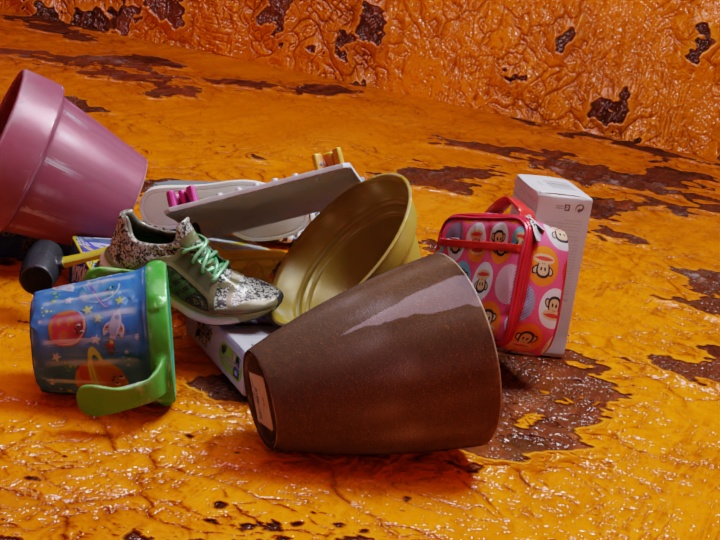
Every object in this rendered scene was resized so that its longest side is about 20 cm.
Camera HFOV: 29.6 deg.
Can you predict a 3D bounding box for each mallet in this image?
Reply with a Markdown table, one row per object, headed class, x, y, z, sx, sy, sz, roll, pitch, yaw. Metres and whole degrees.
| class | x | y | z | sx | sy | sz | roll | pitch | yaw |
| --- | --- | --- | --- | --- | --- | --- | --- | --- | --- |
| mallet | -0.271 | -0.025 | 1.478 | 0.199 | 0.041 | 0.066 | -16 | 28 | -1 |

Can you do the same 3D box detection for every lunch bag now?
| class | x | y | z | sx | sy | sz | roll | pitch | yaw |
| --- | --- | --- | --- | --- | --- | --- | --- | --- | --- |
| lunch bag | 0.158 | 0.002 | 1.570 | 0.082 | 0.177 | 0.200 | 13 | -3 | -27 |

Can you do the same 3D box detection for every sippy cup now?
| class | x | y | z | sx | sy | sz | roll | pitch | yaw |
| --- | --- | --- | --- | --- | --- | --- | --- | --- | --- |
| sippy cup | -0.245 | 0.063 | 1.299 | 0.130 | 0.140 | 0.178 | -4 | -1 | -7 |

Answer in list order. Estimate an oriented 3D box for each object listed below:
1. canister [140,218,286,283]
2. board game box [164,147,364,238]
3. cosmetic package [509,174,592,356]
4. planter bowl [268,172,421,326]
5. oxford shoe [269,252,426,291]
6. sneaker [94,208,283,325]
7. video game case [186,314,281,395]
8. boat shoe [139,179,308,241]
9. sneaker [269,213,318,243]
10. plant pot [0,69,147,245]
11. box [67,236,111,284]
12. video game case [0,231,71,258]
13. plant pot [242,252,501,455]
| class | x | y | z | sx | sy | sz | roll | pitch | yaw |
| --- | --- | --- | --- | --- | --- | --- | --- | --- | --- |
| canister | -0.181 | -0.002 | 1.626 | 0.148 | 0.087 | 0.200 | -3 | 18 | -37 |
| board game box | -0.097 | -0.082 | 1.491 | 0.199 | 0.026 | 0.200 | -14 | -7 | 6 |
| cosmetic package | 0.217 | -0.007 | 1.646 | 0.074 | 0.201 | 0.102 | 6 | 15 | -11 |
| planter bowl | 0.002 | 0.001 | 1.417 | 0.083 | 0.200 | 0.200 | 43 | 1 | -25 |
| oxford shoe | 0.000 | 0.000 | 1.517 | 0.199 | 0.073 | 0.071 | 6 | 17 | -11 |
| sneaker | -0.173 | -0.007 | 1.394 | 0.199 | 0.089 | 0.077 | 16 | 32 | 4 |
| video game case | -0.063 | 0.077 | 1.456 | 0.200 | 0.046 | 0.181 | 1 | 19 | -27 |
| boat shoe | -0.159 | -0.079 | 1.623 | 0.199 | 0.073 | 0.062 | 3 | 17 | 2 |
| sneaker | -0.069 | -0.066 | 1.916 | 0.200 | 0.081 | 0.146 | 1 | 13 | -46 |
| plant pot | -0.363 | -0.114 | 1.636 | 0.179 | 0.200 | 0.200 | 25 | 9 | -21 |
| box | -0.279 | 0.020 | 1.532 | 0.070 | 0.064 | 0.200 | 3 | 16 | -22 |
| video game case | -0.428 | -0.062 | 1.772 | 0.200 | 0.046 | 0.181 | 1 | 17 | -26 |
| plant pot | 0.000 | 0.096 | 1.261 | 0.200 | 0.187 | 0.187 | -13 | 22 | -18 |
